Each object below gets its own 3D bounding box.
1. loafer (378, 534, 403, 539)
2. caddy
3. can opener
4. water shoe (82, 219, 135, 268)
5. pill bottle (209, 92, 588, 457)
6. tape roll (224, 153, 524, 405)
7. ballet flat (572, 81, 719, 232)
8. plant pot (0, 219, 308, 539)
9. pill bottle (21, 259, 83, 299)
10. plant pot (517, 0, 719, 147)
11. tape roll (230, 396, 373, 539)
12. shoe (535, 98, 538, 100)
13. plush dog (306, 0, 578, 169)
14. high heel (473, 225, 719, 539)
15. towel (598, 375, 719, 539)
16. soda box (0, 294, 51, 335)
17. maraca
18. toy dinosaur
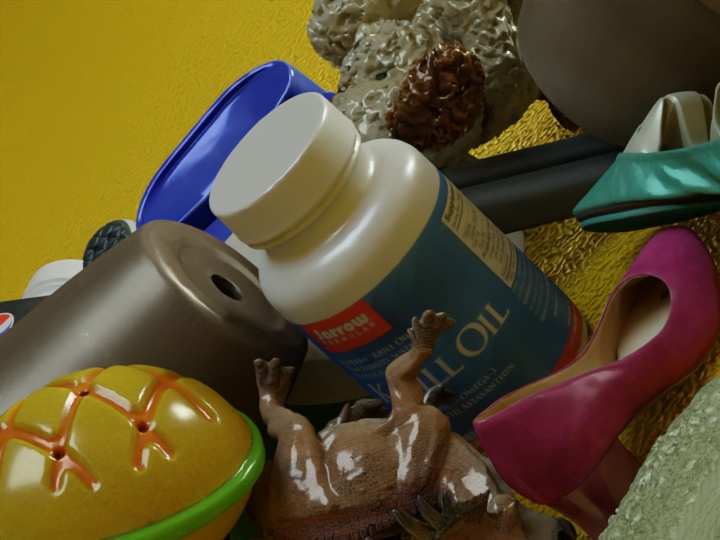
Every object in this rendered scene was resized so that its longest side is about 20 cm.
[{"bbox_3d":[-0.026,0.174,1.150,0.200,0.063,0.072,-37,-6,18],"label":"loafer"},{"bbox_3d":[-0.058,-0.047,1.505,0.200,0.105,0.141,-50,44,-4],"label":"caddy"},{"bbox_3d":[0.061,-0.024,1.222,0.200,0.067,0.053,-13,33,-5],"label":"can opener"},{"bbox_3d":[-0.139,0.047,1.550,0.071,0.079,0.200,-36,51,22],"label":"water shoe"},{"bbox_3d":[0.018,0.003,1.130,0.112,0.200,0.112,-38,26,22],"label":"pill bottle"},{"bbox_3d":[0.000,0.000,1.299,0.202,0.037,0.203,-18,34,13],"label":"tape roll"},{"bbox_3d":[0.182,-0.060,1.095,0.200,0.067,0.071,-6,87,56],"label":"ballet flat"},{"bbox_3d":[-0.125,0.070,1.191,0.175,0.200,0.200,-52,20,18],"label":"plant pot"},{"bbox_3d":[-0.232,0.092,1.584,0.116,0.116,0.200,-31,28,38],"label":"pill bottle"},{"bbox_3d":[0.175,-0.163,1.164,0.174,0.200,0.200,-50,15,43],"label":"plant pot"},{"bbox_3d":[-0.067,0.086,1.369,0.200,0.048,0.201,-40,22,21],"label":"tape roll"},{"bbox_3d":[0.160,-0.188,1.328,0.091,0.071,0.200,-44,-5,-45],"label":"shoe"},{"bbox_3d":[0.040,-0.107,1.281,0.172,0.161,0.200,-45,13,-35],"label":"plush dog"},{"bbox_3d":[0.113,0.033,1.043,0.067,0.096,0.200,-23,33,48],"label":"high heel"},{"bbox_3d":[0.143,0.127,0.910,0.200,0.036,0.148,-55,21,-16],"label":"towel"},{"bbox_3d":[-0.198,0.060,1.431,0.200,0.071,0.063,-7,43,33],"label":"soda box"},{"bbox_3d":[-0.143,0.109,1.044,0.200,0.107,0.137,-17,22,-12],"label":"maraca"},{"bbox_3d":[0.002,0.108,1.051,0.200,0.086,0.136,-14,53,30],"label":"toy dinosaur"}]
